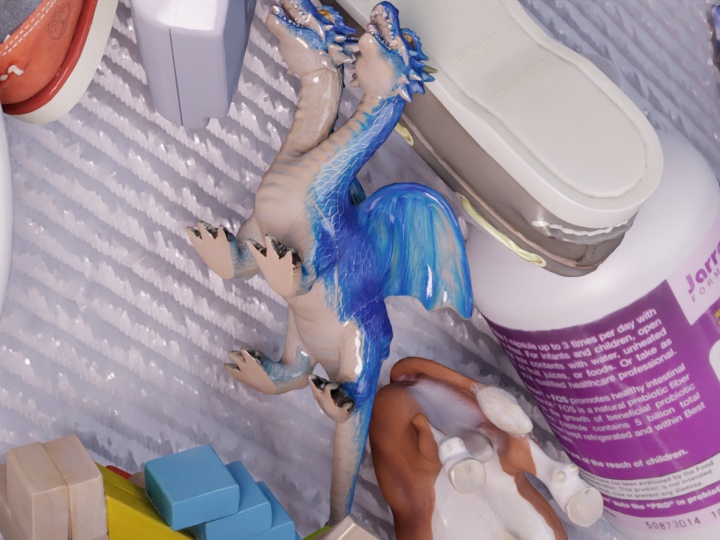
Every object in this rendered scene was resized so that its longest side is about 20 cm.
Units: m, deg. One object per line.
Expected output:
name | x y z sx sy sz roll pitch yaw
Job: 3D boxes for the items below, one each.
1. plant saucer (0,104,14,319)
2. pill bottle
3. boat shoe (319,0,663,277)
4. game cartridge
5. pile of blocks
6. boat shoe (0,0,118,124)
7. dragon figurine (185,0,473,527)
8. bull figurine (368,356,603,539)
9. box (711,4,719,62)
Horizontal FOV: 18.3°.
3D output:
plant saucer | -0.180 -0.024 0.594 0.200 0.050 0.200 11 77 -51
pill bottle | 0.111 0.012 0.931 0.200 0.112 0.112 57 43 -30
boat shoe | 0.030 -0.082 0.833 0.072 0.060 0.202 -29 68 -27
game cartridge | -0.040 -0.159 0.743 0.133 0.041 0.200 83 18 -77
pile of blocks | -0.047 0.091 0.737 0.082 0.062 0.200 -44 134 2
boat shoe | -0.105 -0.148 0.708 0.063 0.071 0.200 25 69 -46
dragon figurine | 0.000 0.000 0.793 0.099 0.059 0.200 -40 124 -34
bull figurine | 0.059 0.128 0.854 0.065 0.121 0.200 -28 101 -17
box | 0.296 -0.080 1.124 0.107 0.200 0.149 -12 92 -53
